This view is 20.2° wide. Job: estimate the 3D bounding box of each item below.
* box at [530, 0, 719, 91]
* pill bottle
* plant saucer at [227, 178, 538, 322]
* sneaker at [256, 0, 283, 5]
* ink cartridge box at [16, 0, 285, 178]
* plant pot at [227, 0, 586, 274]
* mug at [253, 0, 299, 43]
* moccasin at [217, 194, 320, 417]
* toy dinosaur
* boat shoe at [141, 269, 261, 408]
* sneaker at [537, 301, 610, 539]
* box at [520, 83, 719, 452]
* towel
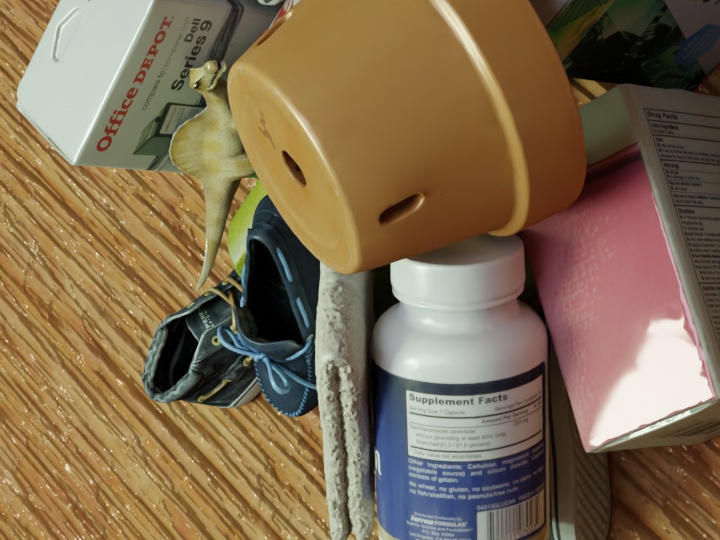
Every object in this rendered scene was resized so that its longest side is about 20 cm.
[{"bbox_3d":[0.182,-0.173,1.208,0.145,0.199,0.036,-50,59,29],"label":"box"},{"bbox_3d":[0.062,0.079,1.253,0.111,0.111,0.202,14,114,40],"label":"pill bottle"},{"bbox_3d":[0.000,0.000,1.376,0.200,0.048,0.200,43,141,5],"label":"plant saucer"},{"bbox_3d":[-0.001,-0.274,1.426,0.075,0.115,0.201,54,125,33],"label":"sneaker"},{"bbox_3d":[-0.132,-0.150,1.484,0.084,0.199,0.147,44,117,31],"label":"ink cartridge box"},{"bbox_3d":[0.016,-0.089,1.167,0.200,0.140,0.200,51,162,23],"label":"plant pot"},{"bbox_3d":[0.034,-0.170,1.362,0.200,0.176,0.134,125,148,-54],"label":"mug"},{"bbox_3d":[-0.061,0.027,1.359,0.080,0.068,0.201,22,137,27],"label":"moccasin"},{"bbox_3d":[-0.092,-0.087,1.488,0.058,0.100,0.201,-122,26,-45],"label":"toy dinosaur"},{"bbox_3d":[-0.084,0.026,1.510,0.071,0.091,0.201,48,119,31],"label":"boat shoe"},{"bbox_3d":[0.121,0.086,1.337,0.079,0.078,0.202,4,94,36],"label":"sneaker"},{"bbox_3d":[0.185,0.000,1.249,0.109,0.127,0.201,-28,71,39],"label":"box"},{"bbox_3d":[-0.006,0.069,1.293,0.201,0.034,0.133,86,-176,-48],"label":"towel"}]
